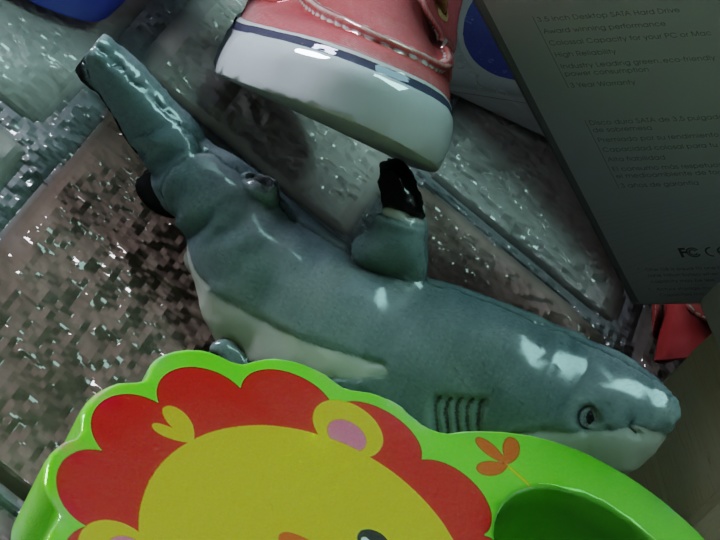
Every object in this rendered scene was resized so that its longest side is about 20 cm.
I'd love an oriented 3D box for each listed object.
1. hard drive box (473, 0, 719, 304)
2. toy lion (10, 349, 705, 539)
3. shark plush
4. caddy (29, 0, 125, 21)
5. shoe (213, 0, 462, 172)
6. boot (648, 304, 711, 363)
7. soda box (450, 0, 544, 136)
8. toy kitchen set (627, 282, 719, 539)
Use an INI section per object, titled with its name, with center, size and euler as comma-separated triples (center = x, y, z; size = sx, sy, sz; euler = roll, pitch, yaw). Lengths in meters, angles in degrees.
[hard drive box]
center = 0.129, -0.081, 0.915
size = 0.200, 0.155, 0.077
euler = 59, 40, -42
[toy lion]
center = 0.014, 0.093, 0.781
size = 0.200, 0.069, 0.192
euler = -17, 56, -44
[shark plush]
center = 0.000, 0.000, 0.889
size = 0.200, 0.083, 0.091
euler = 47, 28, 10
[caddy]
center = -0.109, -0.180, 0.979
size = 0.200, 0.105, 0.141
euler = 38, 27, -7
[shoe]
center = 0.002, -0.090, 0.928
size = 0.071, 0.091, 0.200
euler = 25, 3, -11
[boot]
center = 0.113, -0.051, 1.063
size = 0.200, 0.072, 0.145
euler = 43, 58, -26
[soda box]
center = 0.053, -0.106, 1.128
size = 0.200, 0.063, 0.068
euler = 24, 33, -31
[toy kitchen set]
center = 0.203, 0.095, 0.930
size = 0.180, 0.163, 0.200
euler = 22, 34, -33
